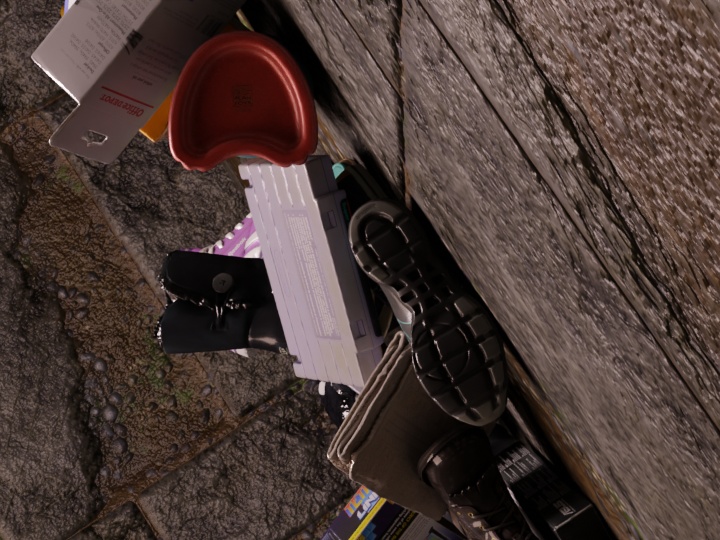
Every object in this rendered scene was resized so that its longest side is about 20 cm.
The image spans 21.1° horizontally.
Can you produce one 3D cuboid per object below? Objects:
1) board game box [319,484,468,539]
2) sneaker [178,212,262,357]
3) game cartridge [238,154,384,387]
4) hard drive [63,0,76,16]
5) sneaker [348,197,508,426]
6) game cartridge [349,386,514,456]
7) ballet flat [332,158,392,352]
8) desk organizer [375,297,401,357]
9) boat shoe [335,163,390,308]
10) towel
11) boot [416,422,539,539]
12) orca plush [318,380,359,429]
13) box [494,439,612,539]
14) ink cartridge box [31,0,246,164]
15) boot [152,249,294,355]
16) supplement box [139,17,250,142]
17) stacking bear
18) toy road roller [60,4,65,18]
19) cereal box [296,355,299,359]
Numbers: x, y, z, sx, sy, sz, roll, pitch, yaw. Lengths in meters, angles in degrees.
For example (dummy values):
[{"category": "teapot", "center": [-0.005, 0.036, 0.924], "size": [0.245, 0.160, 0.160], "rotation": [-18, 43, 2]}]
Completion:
[{"category": "board game box", "center": [0.066, 0.267, 1.956], "size": [0.165, 0.200, 0.057], "rotation": [36, -176, -30]}, {"category": "sneaker", "center": [-0.124, -0.026, 1.928], "size": [0.114, 0.201, 0.073], "rotation": [23, 180, 19]}, {"category": "game cartridge", "center": [-0.039, -0.001, 1.664], "size": [0.129, 0.038, 0.201], "rotation": [2, 110, 55]}, {"category": "hard drive", "center": [-0.205, -0.245, 1.669], "size": [0.025, 0.132, 0.200], "rotation": [40, 155, 7]}, {"category": "sneaker", "center": [0.064, 0.031, 1.549], "size": [0.200, 0.075, 0.079], "rotation": [63, -170, 10]}, {"category": "game cartridge", "center": [0.050, 0.121, 1.860], "size": [0.200, 0.042, 0.133], "rotation": [34, -168, 18]}, {"category": "ballet flat", "center": [0.000, 0.000, 1.750], "size": [0.070, 0.065, 0.201], "rotation": [-165, 78, -65]}, {"category": "desk organizer", "center": [0.042, 0.053, 1.829], "size": [0.200, 0.072, 0.077], "rotation": [52, 176, 49]}, {"category": "boat shoe", "center": [0.029, -0.001, 1.657], "size": [0.200, 0.062, 0.075], "rotation": [54, 173, 18]}, {"category": "towel", "center": [0.054, 0.137, 1.661], "size": [0.034, 0.133, 0.200], "rotation": [30, 179, 35]}, {"category": "boot", "center": [0.136, 0.229, 1.643], "size": [0.174, 0.069, 0.200], "rotation": [48, 173, 36]}, {"category": "orca plush", "center": [0.017, 0.165, 1.854], "size": [0.200, 0.071, 0.105], "rotation": [36, -172, 29]}, {"category": "box", "center": [0.202, 0.265, 1.743], "size": [0.193, 0.047, 0.200], "rotation": [57, 175, -18]}, {"category": "ink cartridge box", "center": [-0.190, -0.191, 1.599], "size": [0.067, 0.200, 0.116], "rotation": [44, -171, 19]}, {"category": "boot", "center": [-0.103, -0.011, 1.824], "size": [0.076, 0.168, 0.201], "rotation": [68, -151, -63]}, {"category": "supplement box", "center": [-0.166, -0.190, 1.766], "size": [0.073, 0.126, 0.200], "rotation": [37, -174, -3]}, {"category": "stacking bear", "center": [-0.089, -0.145, 1.651], "size": [0.200, 0.121, 0.114], "rotation": [-46, -46, -84]}, {"category": "toy road roller", "center": [-0.213, -0.249, 1.965], "size": [0.200, 0.146, 0.123], "rotation": [59, 176, -20]}, {"category": "cereal box", "center": [-0.038, 0.006, 1.959], "size": [0.039, 0.144, 0.200], "rotation": [16, 161, 17]}]
